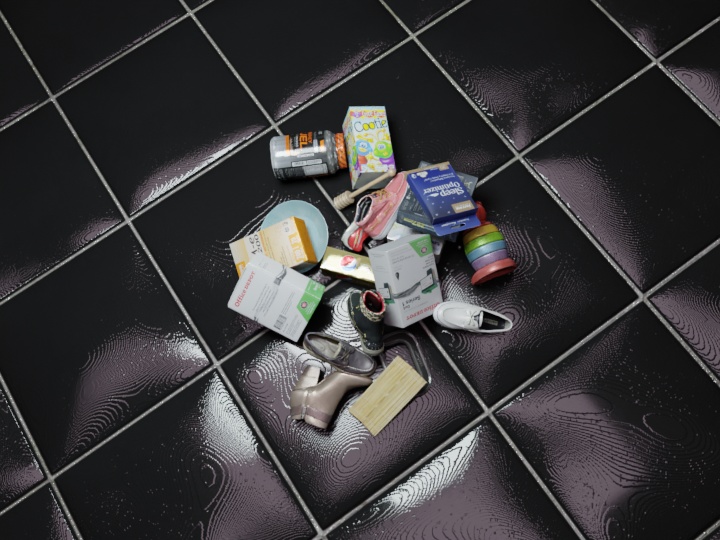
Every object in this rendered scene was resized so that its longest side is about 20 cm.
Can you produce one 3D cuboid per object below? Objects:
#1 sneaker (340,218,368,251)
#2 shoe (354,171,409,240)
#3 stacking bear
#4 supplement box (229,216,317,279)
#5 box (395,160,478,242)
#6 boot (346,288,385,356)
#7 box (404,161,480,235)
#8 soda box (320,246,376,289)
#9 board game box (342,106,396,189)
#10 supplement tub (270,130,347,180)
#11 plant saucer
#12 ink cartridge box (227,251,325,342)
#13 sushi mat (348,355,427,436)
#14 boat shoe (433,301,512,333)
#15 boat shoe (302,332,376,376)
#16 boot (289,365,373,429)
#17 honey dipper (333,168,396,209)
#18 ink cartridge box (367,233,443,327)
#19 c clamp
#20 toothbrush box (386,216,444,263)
[{"bbox_3d":[0.033,-0.132,1.691,0.085,0.077,0.200,42,81,-6],"label":"sneaker"},{"bbox_3d":[0.060,-0.183,1.614,0.071,0.091,0.200,20,80,49],"label":"shoe"},{"bbox_3d":[0.312,-0.081,1.614,0.121,0.114,0.200,-20,76,-2],"label":"stacking bear"},{"bbox_3d":[-0.229,-0.045,1.637,0.200,0.074,0.126,-22,79,16],"label":"supplement box"},{"bbox_3d":[0.195,-0.177,1.571,0.158,0.051,0.200,18,54,10],"label":"box"},{"bbox_3d":[0.017,0.090,1.544,0.073,0.154,0.204,-9,45,-12],"label":"boot"},{"bbox_3d":[0.202,-0.178,1.522,0.121,0.032,0.200,-15,58,-16],"label":"box"},{"bbox_3d":[0.000,0.000,1.643,0.200,0.068,0.064,15,74,9],"label":"soda box"},{"bbox_3d":[0.022,-0.336,1.713,0.103,0.105,0.200,-4,72,-15],"label":"board game box"},{"bbox_3d":[-0.141,-0.319,1.723,0.200,0.123,0.123,-7,73,2],"label":"supplement tub"},{"bbox_3d":[-0.175,-0.087,1.682,0.201,0.039,0.201,-2,84,18],"label":"plant saucer"},{"bbox_3d":[-0.211,0.065,1.572,0.200,0.084,0.146,28,115,-5],"label":"ink cartridge box"},{"bbox_3d":[0.065,0.309,1.533,0.096,0.012,0.200,44,105,12],"label":"sushi mat"},{"bbox_3d":[0.282,0.121,1.553,0.200,0.066,0.072,16,82,-14],"label":"boat shoe"},{"bbox_3d":[-0.055,0.210,1.584,0.200,0.065,0.072,24,73,8],"label":"boat shoe"},{"bbox_3d":[-0.077,0.320,1.552,0.200,0.070,0.146,6,71,16],"label":"boot"},{"bbox_3d":[0.012,-0.223,1.671,0.200,0.038,0.038,-27,69,33],"label":"honey dipper"},{"bbox_3d":[0.116,0.025,1.549,0.146,0.084,0.200,-22,106,-31],"label":"ink cartridge box"},{"bbox_3d":[0.084,0.235,1.577,0.171,0.027,0.200,-21,73,-21],"label":"c clamp"},{"bbox_3d":[0.171,-0.140,1.664,0.145,0.086,0.200,19,77,10],"label":"toothbrush box"}]
